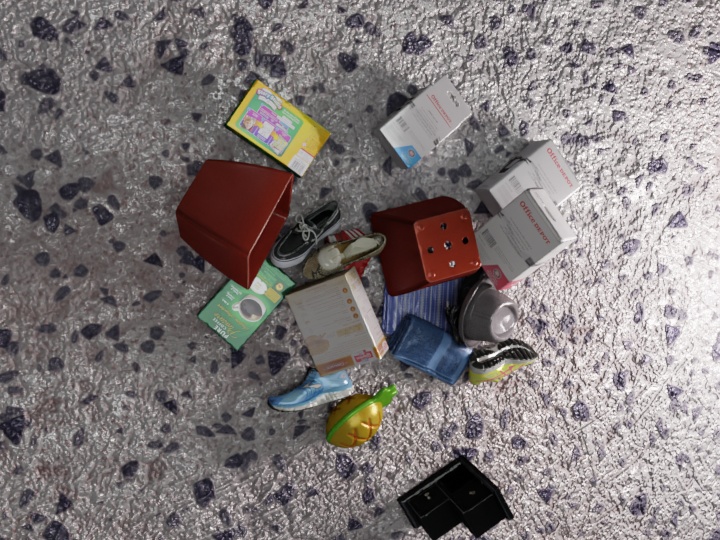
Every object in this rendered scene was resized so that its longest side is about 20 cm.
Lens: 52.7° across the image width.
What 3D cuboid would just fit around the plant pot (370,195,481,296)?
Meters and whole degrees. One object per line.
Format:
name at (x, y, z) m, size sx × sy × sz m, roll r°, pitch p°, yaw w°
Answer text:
plant pot at (0.161, -0.057, 1.626) m, size 0.199 × 0.176 × 0.200 m, roll -15°, pitch 95°, yaw -16°

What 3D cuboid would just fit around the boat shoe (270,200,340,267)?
boat shoe at (-0.116, -0.083, 1.579) m, size 0.199 × 0.068 × 0.074 m, roll -35°, pitch 64°, yaw -26°

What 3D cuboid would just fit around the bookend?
bookend at (0.219, 0.558, 1.707) m, size 0.200 × 0.199 × 0.092 m, roll -31°, pitch 105°, yaw -10°

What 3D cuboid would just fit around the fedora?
fedora at (0.308, 0.106, 1.684) m, size 0.200 × 0.090 × 0.177 m, roll 24°, pitch 86°, yaw -57°

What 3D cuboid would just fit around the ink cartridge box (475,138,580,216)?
ink cartridge box at (0.400, -0.197, 1.736) m, size 0.200 × 0.083 × 0.145 m, roll -39°, pitch 104°, yaw -9°

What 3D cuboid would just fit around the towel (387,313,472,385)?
towel at (0.168, 0.187, 1.716) m, size 0.200 × 0.049 × 0.112 m, roll 29°, pitch 96°, yaw -22°

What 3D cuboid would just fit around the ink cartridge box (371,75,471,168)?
ink cartridge box at (0.141, -0.337, 1.657) m, size 0.200 × 0.067 × 0.116 m, roll -40°, pitch 104°, yaw -8°

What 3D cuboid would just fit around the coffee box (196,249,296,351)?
coffee box at (-0.251, 0.064, 1.603) m, size 0.123 × 0.044 × 0.200 m, roll 41°, pitch 84°, yaw -14°

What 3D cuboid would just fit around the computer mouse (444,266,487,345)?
computer mouse at (0.252, 0.064, 1.714) m, size 0.200 × 0.053 × 0.139 m, roll -53°, pitch 142°, yaw -27°

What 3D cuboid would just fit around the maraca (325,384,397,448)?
maraca at (0.004, 0.330, 1.664) m, size 0.200 × 0.137 × 0.107 m, roll -37°, pitch 69°, yaw -8°

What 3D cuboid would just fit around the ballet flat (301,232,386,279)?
ballet flat at (-0.032, -0.041, 1.575) m, size 0.200 × 0.075 × 0.068 m, roll -21°, pitch 82°, yaw -19°

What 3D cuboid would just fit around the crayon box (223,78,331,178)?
crayon box at (-0.179, -0.305, 1.576) m, size 0.200 × 0.058 × 0.119 m, roll 34°, pitch 86°, yaw -16°

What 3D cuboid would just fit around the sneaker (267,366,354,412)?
sneaker at (-0.119, 0.268, 1.659) m, size 0.200 × 0.078 × 0.090 m, roll -14°, pitch 82°, yaw -18°

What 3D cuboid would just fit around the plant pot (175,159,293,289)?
plant pot at (-0.263, -0.112, 1.485) m, size 0.176 × 0.200 × 0.200 m, roll 25°, pitch 67°, yaw 1°

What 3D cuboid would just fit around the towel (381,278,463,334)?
towel at (0.149, 0.081, 1.732) m, size 0.200 × 0.024 × 0.145 m, roll 2°, pitch 93°, yaw -17°

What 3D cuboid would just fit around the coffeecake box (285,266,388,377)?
coffeecake box at (-0.050, 0.113, 1.590) m, size 0.153 × 0.073 × 0.200 m, roll -20°, pitch 98°, yaw 21°

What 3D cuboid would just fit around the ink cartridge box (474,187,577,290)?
ink cartridge box at (0.358, -0.070, 1.629) m, size 0.085 × 0.200 × 0.146 m, roll -12°, pitch 66°, yaw -48°

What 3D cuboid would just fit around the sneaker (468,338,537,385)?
sneaker at (0.343, 0.229, 1.780) m, size 0.200 × 0.078 × 0.090 m, roll -9°, pitch 131°, yaw -23°

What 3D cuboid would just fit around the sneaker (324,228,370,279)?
sneaker at (0.000, 0.000, 1.650) m, size 0.115 × 0.078 × 0.200 m, roll -19°, pitch 102°, yaw -12°
